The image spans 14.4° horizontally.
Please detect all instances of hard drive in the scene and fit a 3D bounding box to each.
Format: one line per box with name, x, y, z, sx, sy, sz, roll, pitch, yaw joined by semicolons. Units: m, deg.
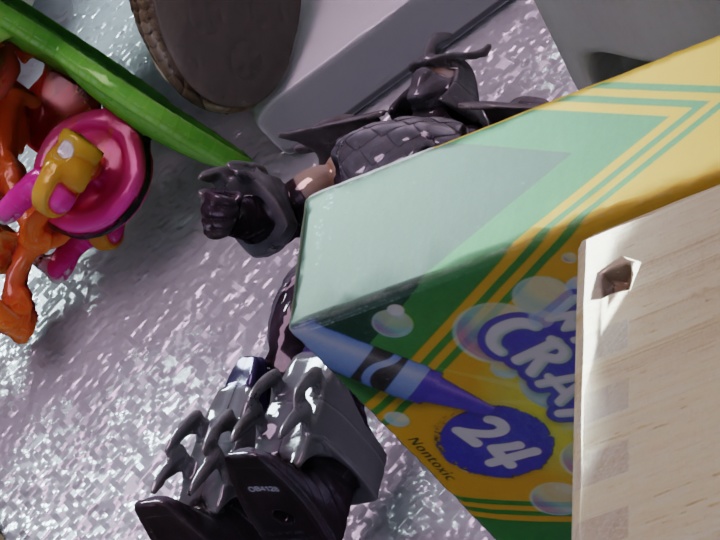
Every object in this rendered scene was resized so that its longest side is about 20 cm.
hard drive;-0.001;-0.140;1.045;0.132;0.027;0.200;-36;36;11

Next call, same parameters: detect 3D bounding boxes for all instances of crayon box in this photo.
crayon box;0.098;0.003;0.722;0.199;0.126;0.052;-21;42;28

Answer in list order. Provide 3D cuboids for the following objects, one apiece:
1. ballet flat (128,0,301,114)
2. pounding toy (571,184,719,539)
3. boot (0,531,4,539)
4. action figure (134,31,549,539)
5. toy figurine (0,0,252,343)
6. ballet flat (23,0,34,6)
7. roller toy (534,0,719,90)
ballet flat;-0.067;-0.146;0.993;0.046;0.067;0.201;-31;68;49
pounding toy;0.150;0.017;0.596;0.183;0.200;0.143;-22;41;27
boot;-0.179;0.132;0.886;0.150;0.073;0.200;-40;15;1
action figure;0.000;0.000;0.872;0.130;0.069;0.201;-13;43;42
toy figurine;-0.160;-0.011;1.016;0.200;0.150;0.185;33;93;29
ballet flat;-0.169;-0.101;1.150;0.065;0.071;0.201;14;64;19
roller toy;0.131;-0.116;0.799;0.182;0.140;0.200;-25;36;6
